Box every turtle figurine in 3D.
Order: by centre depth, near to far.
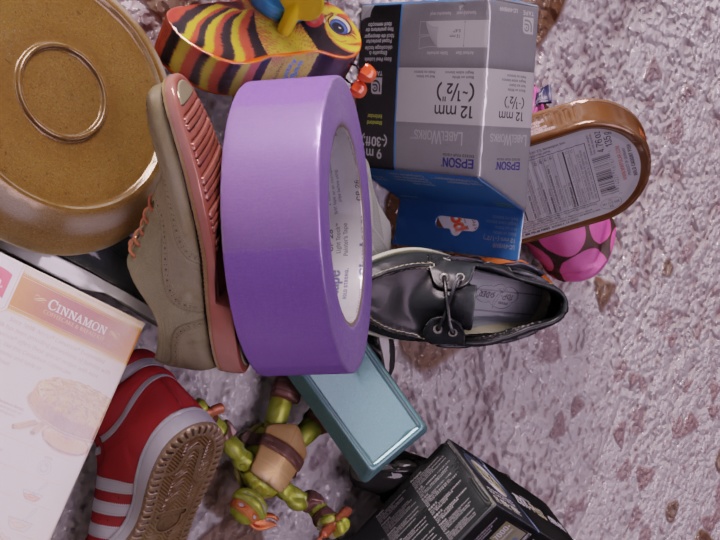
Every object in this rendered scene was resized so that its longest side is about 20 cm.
[{"bbox_3d":[-0.056,0.144,0.970,0.200,0.064,0.162,38,61,-13],"label":"turtle figurine"}]

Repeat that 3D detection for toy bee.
[{"bbox_3d":[-0.042,-0.169,0.893,0.199,0.109,0.131,-36,166,-18],"label":"toy bee"}]

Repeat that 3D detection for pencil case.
[{"bbox_3d":[0.170,-0.084,1.142,0.200,0.090,0.094,55,44,-37],"label":"pencil case"}]

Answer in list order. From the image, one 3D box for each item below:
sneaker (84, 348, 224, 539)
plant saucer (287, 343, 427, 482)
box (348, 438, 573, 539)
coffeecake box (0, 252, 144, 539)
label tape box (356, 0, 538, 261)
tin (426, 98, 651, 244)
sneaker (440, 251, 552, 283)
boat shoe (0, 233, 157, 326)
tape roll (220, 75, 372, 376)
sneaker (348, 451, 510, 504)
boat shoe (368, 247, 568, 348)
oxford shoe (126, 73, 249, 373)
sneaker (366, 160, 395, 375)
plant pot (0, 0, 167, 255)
[{"bbox_3d":[-0.171,0.149,0.878,0.071,0.113,0.201,3,125,-45],"label":"sneaker"},{"bbox_3d":[-0.027,0.063,0.954,0.070,0.019,0.201,-37,93,-20],"label":"plant saucer"},{"bbox_3d":[0.070,0.267,1.048,0.200,0.086,0.163,-47,131,8],"label":"box"},{"bbox_3d":[-0.249,0.090,0.766,0.153,0.073,0.201,30,77,-33],"label":"coffeecake box"},{"bbox_3d":[0.064,-0.114,0.991,0.066,0.143,0.202,-1,98,-43],"label":"label tape box"},{"bbox_3d":[0.151,-0.080,1.061,0.042,0.198,0.113,-91,161,-54],"label":"tin"},{"bbox_3d":[0.136,0.028,1.105,0.199,0.112,0.078,6,93,-44],"label":"sneaker"},{"bbox_3d":[-0.153,0.000,0.853,0.199,0.075,0.061,31,82,-43],"label":"boat shoe"},{"bbox_3d":[-0.038,-0.030,0.841,0.200,0.065,0.202,-2,90,-80],"label":"tape roll"},{"bbox_3d":[0.063,0.205,1.093,0.199,0.075,0.080,19,86,-43],"label":"sneaker"},{"bbox_3d":[0.080,0.025,0.967,0.198,0.066,0.075,9,90,-31],"label":"boat shoe"},{"bbox_3d":[-0.119,-0.023,0.781,0.071,0.073,0.202,-71,155,-68],"label":"oxford shoe"},{"bbox_3d":[0.000,0.000,1.002,0.079,0.074,0.202,-30,117,-42],"label":"sneaker"},{"bbox_3d":[-0.194,-0.110,0.782,0.199,0.027,0.202,15,67,-40],"label":"plant pot"}]
